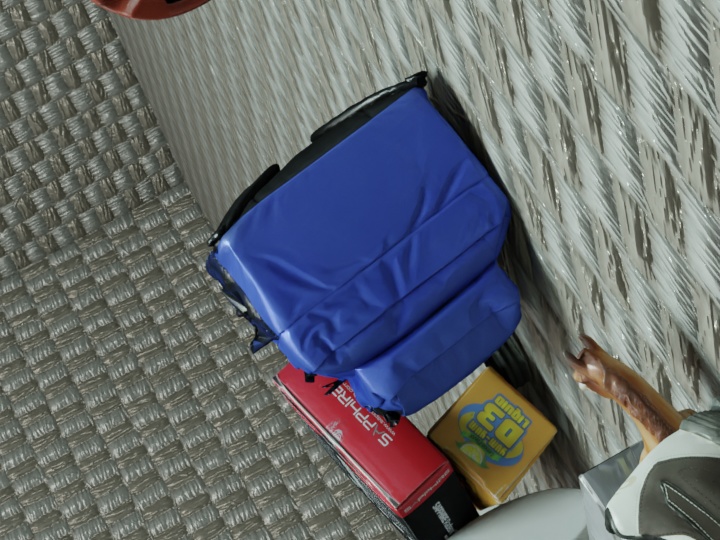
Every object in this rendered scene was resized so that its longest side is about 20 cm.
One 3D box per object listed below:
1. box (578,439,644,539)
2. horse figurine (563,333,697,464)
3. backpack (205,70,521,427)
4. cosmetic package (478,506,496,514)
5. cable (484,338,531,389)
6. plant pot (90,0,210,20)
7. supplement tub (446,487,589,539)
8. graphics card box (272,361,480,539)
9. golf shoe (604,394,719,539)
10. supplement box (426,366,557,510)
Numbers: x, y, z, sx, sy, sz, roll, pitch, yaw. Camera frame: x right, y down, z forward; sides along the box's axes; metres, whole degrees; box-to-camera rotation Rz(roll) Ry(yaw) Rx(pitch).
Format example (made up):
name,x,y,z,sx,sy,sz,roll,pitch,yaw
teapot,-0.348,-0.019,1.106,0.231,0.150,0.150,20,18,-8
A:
name,x,y,z,sx,sy,sz,roll,pitch,yaw
box,0.185,0.202,1.036,0.159,0.048,0.200,57,172,32
horse figurine,0.166,0.123,0.853,0.200,0.050,0.133,60,178,24
backpack,0.000,0.000,1.122,0.168,0.162,0.200,58,173,-3
cosmetic package,0.109,0.272,1.761,0.200,0.085,0.108,55,171,47
cable,0.054,-0.014,1.260,0.200,0.050,0.097,46,162,18
plant pot,-0.163,-0.266,1.216,0.195,0.200,0.201,44,163,42
supplement tub,0.137,0.257,1.229,0.200,0.140,0.140,63,173,-13
graphics card box,0.019,0.129,1.275,0.125,0.051,0.200,44,172,25
golf shoe,0.169,0.150,0.750,0.200,0.094,0.078,59,172,3
supplement box,0.084,0.118,1.300,0.067,0.069,0.200,42,176,5
